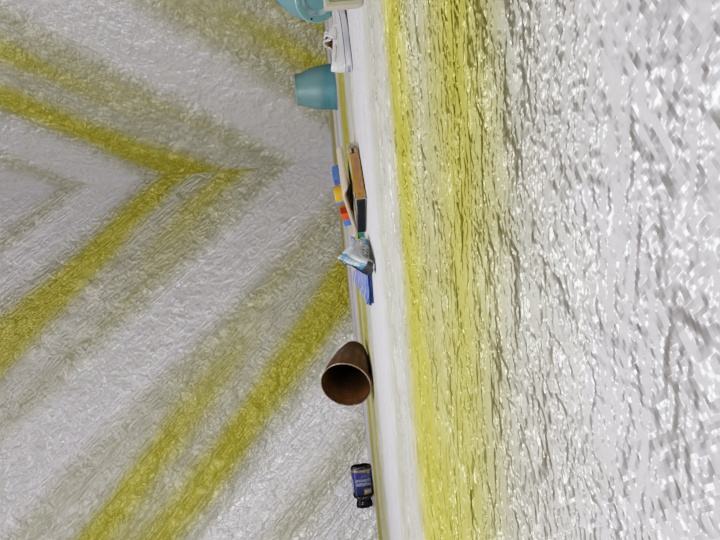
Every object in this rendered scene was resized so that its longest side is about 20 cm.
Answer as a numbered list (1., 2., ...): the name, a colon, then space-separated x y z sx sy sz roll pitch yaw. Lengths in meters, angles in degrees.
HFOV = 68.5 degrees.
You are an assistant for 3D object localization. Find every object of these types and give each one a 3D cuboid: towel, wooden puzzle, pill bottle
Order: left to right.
1. wooden puzzle: -0.051 -0.228 1.556 0.202 0.045 0.188 78 -177 -52
2. towel: 0.000 0.000 1.535 0.200 0.023 0.148 -124 28 -65
3. pill bottle: 0.011 1.114 2.741 0.112 0.109 0.205 105 158 -80

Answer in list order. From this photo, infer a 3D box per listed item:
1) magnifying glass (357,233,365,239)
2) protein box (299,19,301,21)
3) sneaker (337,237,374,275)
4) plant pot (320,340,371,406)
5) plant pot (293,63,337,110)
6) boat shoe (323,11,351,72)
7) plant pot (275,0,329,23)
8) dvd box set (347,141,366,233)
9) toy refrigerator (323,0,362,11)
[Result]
1. magnifying glass: -0.001 -0.140 1.574 0.080 0.022 0.205 -169 71 -86
2. protein box: -0.262 -1.421 2.746 0.200 0.132 0.204 -100 5 -58
3. sneaker: -0.002 -0.046 1.386 0.088 0.074 0.200 -57 21 -2
4. plant pot: -0.037 0.358 1.951 0.201 0.182 0.191 -72 -20 -61
5. plant pot: -0.204 -0.822 2.393 0.200 0.183 0.205 173 90 -86
6. boat shoe: -0.067 -0.619 1.410 0.071 0.068 0.205 99 164 -78
7. plant pot: -0.147 -0.805 1.493 0.202 0.196 0.189 88 159 -47
8. dvd box set: -0.010 -0.229 1.464 0.147 0.029 0.204 90 173 -58
9. toy refrigerator: -0.041 -0.603 0.987 0.070 0.074 0.205 -106 11 -70
